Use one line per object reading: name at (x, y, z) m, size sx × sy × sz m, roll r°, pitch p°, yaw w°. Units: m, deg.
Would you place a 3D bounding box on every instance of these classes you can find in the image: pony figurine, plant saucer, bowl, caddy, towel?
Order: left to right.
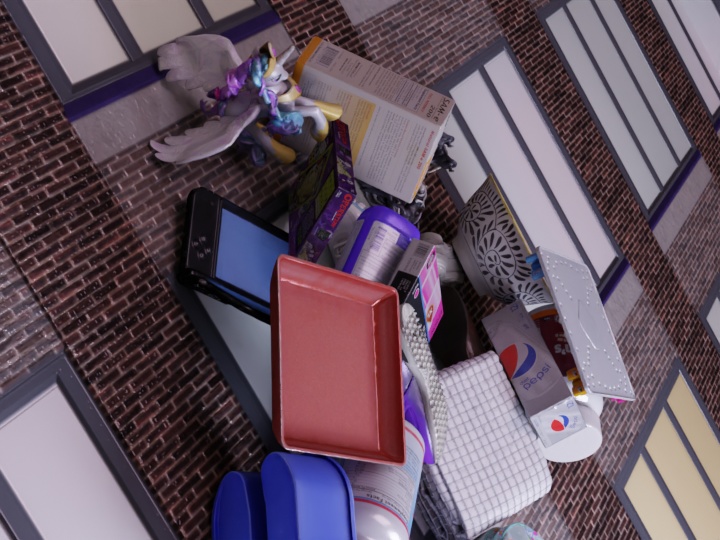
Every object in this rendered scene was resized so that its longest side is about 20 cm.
pony figurine at (-0.133, -0.192, 1.558) m, size 0.200 × 0.191 × 0.169 m, roll 44°, pitch 37°, yaw -61°
caddy at (-0.068, 0.277, 1.349) m, size 0.104 × 0.141 × 0.202 m, roll 22°, pitch 52°, yaw -42°
plant saucer at (-0.029, 0.101, 1.433) m, size 0.198 × 0.036 × 0.203 m, roll 17°, pitch 64°, yaw -47°
towel at (0.128, 0.221, 1.686) m, size 0.164 × 0.085 × 0.202 m, roll -21°, pitch 81°, yaw -33°
bowl at (0.187, -0.024, 1.881) m, size 0.202 × 0.093 × 0.201 m, roll 60°, pitch 7°, yaw -13°

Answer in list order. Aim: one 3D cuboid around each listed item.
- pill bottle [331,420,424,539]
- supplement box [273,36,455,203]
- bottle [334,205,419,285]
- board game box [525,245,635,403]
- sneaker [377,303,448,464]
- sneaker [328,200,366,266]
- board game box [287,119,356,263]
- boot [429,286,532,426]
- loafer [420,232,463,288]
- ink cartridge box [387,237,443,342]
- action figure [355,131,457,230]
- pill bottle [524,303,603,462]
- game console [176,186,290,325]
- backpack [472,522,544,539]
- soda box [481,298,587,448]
pill bottle at (0.006, 0.262, 1.494) m, size 0.109 × 0.108 × 0.201 m, roll 45°, pitch 38°, yaw -27°
supplement box at (0.003, -0.189, 1.697) m, size 0.198 × 0.127 × 0.074 m, roll 25°, pitch 39°, yaw 3°
bottle at (0.002, 0.024, 1.631) m, size 0.083 × 0.065 × 0.202 m, roll 33°, pitch 69°, yaw -25°
board game box at (0.293, 0.077, 1.798) m, size 0.199 × 0.026 × 0.202 m, roll 15°, pitch 53°, yaw -61°
sneaker at (0.038, 0.137, 1.583) m, size 0.070 × 0.098 × 0.202 m, roll -59°, pitch 134°, yaw -64°
sneaker at (0.000, 0.000, 1.700) m, size 0.201 × 0.075 × 0.087 m, roll 59°, pitch 39°, yaw -9°
board game box at (-0.048, -0.090, 1.590) m, size 0.032 × 0.120 × 0.201 m, roll 29°, pitch 24°, yaw -18°
boot at (0.179, 0.128, 1.881) m, size 0.199 × 0.064 × 0.189 m, roll 21°, pitch 52°, yaw -51°
loafer at (0.087, -0.016, 1.813) m, size 0.200 × 0.069 × 0.071 m, roll 22°, pitch 49°, yaw -72°
ink cartridge box at (0.066, 0.056, 1.666) m, size 0.201 × 0.037 × 0.095 m, roll 81°, pitch 33°, yaw -56°
action figure at (0.047, -0.102, 1.806) m, size 0.201 × 0.101 × 0.119 m, roll -58°, pitch 157°, yaw -11°
pill bottle at (0.274, 0.154, 1.854) m, size 0.109 × 0.109 × 0.202 m, roll 38°, pitch 35°, yaw -35°
game console at (-0.095, 0.006, 1.510) m, size 0.199 × 0.115 × 0.178 m, roll 29°, pitch 55°, yaw -43°
backpack at (0.165, 0.400, 1.613) m, size 0.167 × 0.126 × 0.200 m, roll 52°, pitch 31°, yaw -12°
soda box at (0.224, 0.131, 1.755) m, size 0.069 × 0.063 × 0.201 m, roll 59°, pitch 6°, yaw -39°
